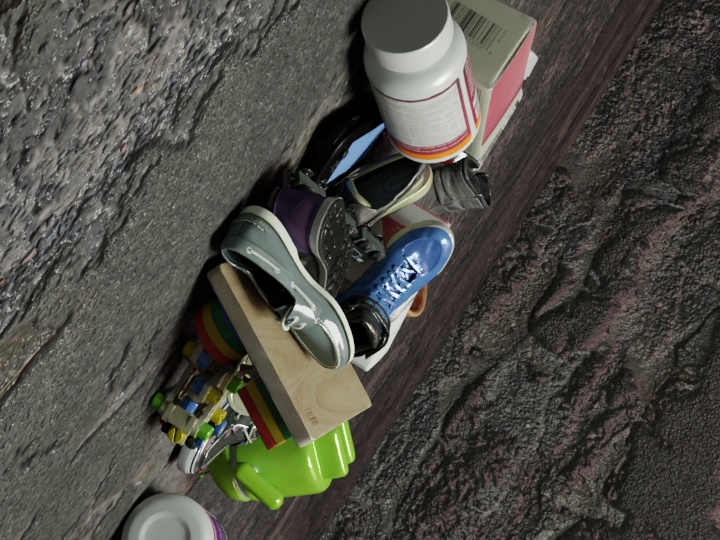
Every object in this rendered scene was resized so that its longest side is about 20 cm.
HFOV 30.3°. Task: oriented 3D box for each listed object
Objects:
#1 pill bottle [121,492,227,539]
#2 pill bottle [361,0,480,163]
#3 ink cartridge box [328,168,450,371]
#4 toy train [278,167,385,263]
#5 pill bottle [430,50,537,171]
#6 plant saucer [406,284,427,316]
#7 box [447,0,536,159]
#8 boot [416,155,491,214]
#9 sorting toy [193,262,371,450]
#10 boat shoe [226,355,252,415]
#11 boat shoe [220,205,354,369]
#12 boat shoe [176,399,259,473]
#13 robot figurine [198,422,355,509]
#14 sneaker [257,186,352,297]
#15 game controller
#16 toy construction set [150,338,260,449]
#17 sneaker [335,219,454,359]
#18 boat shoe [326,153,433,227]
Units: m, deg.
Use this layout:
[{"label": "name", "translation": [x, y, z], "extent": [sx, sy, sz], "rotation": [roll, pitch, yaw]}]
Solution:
[{"label": "pill bottle", "translation": [-0.227, 0.346, 1.668], "extent": [0.113, 0.112, 0.200], "rotation": [-56, 168, -13]}, {"label": "pill bottle", "translation": [0.063, -0.208, 1.406], "extent": [0.110, 0.109, 0.200], "rotation": [-55, 155, -16]}, {"label": "ink cartridge box", "translation": [0.000, 0.000, 1.652], "extent": [0.201, 0.145, 0.085], "rotation": [-65, 169, 27]}, {"label": "toy train", "translation": [-0.034, -0.057, 1.453], "extent": [0.200, 0.045, 0.034], "rotation": [41, 38, -51]}, {"label": "pill bottle", "translation": [0.146, -0.222, 1.788], "extent": [0.201, 0.113, 0.114], "rotation": [-60, 169, 3]}, {"label": "plant saucer", "translation": [0.041, -0.035, 1.781], "extent": [0.200, 0.037, 0.202], "rotation": [-12, 90, -72]}, {"label": "box", "translation": [0.123, -0.241, 1.593], "extent": [0.109, 0.127, 0.200], "rotation": [-56, 170, -15]}, {"label": "boot", "translation": [0.110, -0.085, 1.733], "extent": [0.200, 0.130, 0.070], "rotation": [43, 45, -67]}, {"label": "sorting toy", "translation": [-0.091, 0.088, 1.422], "extent": [0.069, 0.200, 0.200], "rotation": [-30, 175, 18]}, {"label": "boat shoe", "translation": [-0.106, 0.080, 1.620], "extent": [0.201, 0.074, 0.066], "rotation": [-66, -162, -5]}, {"label": "boat shoe", "translation": [-0.077, 0.031, 1.353], "extent": [0.072, 0.201, 0.062], "rotation": [-9, -149, 41]}, {"label": "boat shoe", "translation": [-0.152, 0.184, 1.672], "extent": [0.200, 0.071, 0.072], "rotation": [-51, 167, -33]}, {"label": "robot figurine", "translation": [-0.111, 0.239, 1.745], "extent": [0.176, 0.198, 0.117], "rotation": [-57, 136, -69]}, {"label": "sneaker", "translation": [-0.062, -0.029, 1.412], "extent": [0.201, 0.087, 0.076], "rotation": [88, 26, -59]}, {"label": "game controller", "translation": [-0.009, -0.140, 1.510], "extent": [0.200, 0.042, 0.105], "rotation": [-40, 158, -58]}, {"label": "toy construction set", "translation": [-0.159, 0.131, 1.478], "extent": [0.132, 0.092, 0.200], "rotation": [-61, 158, 12]}, {"label": "sneaker", "translation": [0.030, 0.030, 1.534], "extent": [0.199, 0.077, 0.111], "rotation": [-35, -157, 16]}, {"label": "boat shoe", "translation": [-0.007, -0.080, 1.533], "extent": [0.199, 0.073, 0.065], "rotation": [-36, 158, -9]}]
